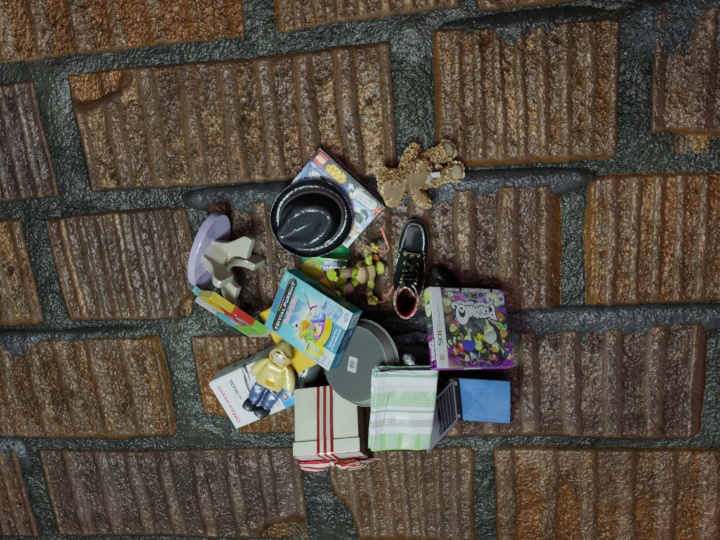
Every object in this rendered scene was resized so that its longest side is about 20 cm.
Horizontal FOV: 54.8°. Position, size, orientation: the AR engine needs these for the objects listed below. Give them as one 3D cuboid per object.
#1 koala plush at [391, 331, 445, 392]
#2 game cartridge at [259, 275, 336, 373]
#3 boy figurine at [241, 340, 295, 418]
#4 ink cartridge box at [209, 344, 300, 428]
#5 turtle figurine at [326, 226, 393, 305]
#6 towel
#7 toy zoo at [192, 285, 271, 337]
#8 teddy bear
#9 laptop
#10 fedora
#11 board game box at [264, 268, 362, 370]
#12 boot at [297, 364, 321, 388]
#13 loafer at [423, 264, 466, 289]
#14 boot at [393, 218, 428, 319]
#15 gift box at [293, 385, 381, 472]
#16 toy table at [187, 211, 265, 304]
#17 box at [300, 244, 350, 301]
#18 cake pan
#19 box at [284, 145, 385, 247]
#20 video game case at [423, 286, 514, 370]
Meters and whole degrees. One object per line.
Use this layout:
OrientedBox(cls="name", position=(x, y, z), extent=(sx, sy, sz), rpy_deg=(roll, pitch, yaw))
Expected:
OrientedBox(cls="koala plush", position=(0.119, 0.248, 1.628), extent=(0.183, 0.200, 0.178), rpy_deg=(12, 110, 6))
OrientedBox(cls="game cartridge", position=(-0.118, 0.132, 1.666), extent=(0.199, 0.032, 0.177), rpy_deg=(-28, 95, 19))
OrientedBox(cls="boy figurine", position=(-0.208, 0.259, 1.670), extent=(0.124, 0.064, 0.201), rpy_deg=(31, 111, 6))
OrientedBox(cls="ink cartridge box", position=(-0.259, 0.293, 1.766), extent=(0.199, 0.084, 0.147), rpy_deg=(-26, 102, 15))
OrientedBox(cls="turtle figurine", position=(0.000, 0.000, 1.618), extent=(0.161, 0.064, 0.201), rpy_deg=(-20, 125, -30))
OrientedBox(cls="towel", position=(0.094, 0.306, 1.527), extent=(0.148, 0.031, 0.201), rpy_deg=(1, 106, -7))
OrientedBox(cls="toy zoo", position=(-0.321, 0.100, 1.674), extent=(0.200, 0.131, 0.021), rpy_deg=(37, 69, -22))
OrientedBox(cls="teddy bear", position=(0.134, -0.216, 1.557), extent=(0.200, 0.067, 0.145), rpy_deg=(-39, 107, 12))
OrientedBox(cls="laptop", position=(0.250, 0.350, 1.644), extent=(0.116, 0.200, 0.188), rpy_deg=(31, 150, 34))
OrientedBox(cls="fedora", position=(-0.120, -0.108, 1.568), extent=(0.199, 0.092, 0.202), rpy_deg=(3, 109, 10))
OrientedBox(cls="board game box", position=(-0.111, 0.110, 1.587), extent=(0.199, 0.047, 0.152), rpy_deg=(31, 109, 24))
OrientedBox(cls="boot", position=(-0.059, 0.224, 1.727), extent=(0.199, 0.073, 0.183), rpy_deg=(-6, 108, 4))
OrientedBox(cls="loafer", position=(0.227, 0.073, 1.630), extent=(0.200, 0.073, 0.071), rpy_deg=(46, 121, -4))
OrientedBox(cls="boot", position=(0.115, -0.003, 1.571), extent=(0.073, 0.154, 0.205), rpy_deg=(8, 108, 2))
OrientedBox(cls="gift box", position=(-0.053, 0.393, 1.694), extent=(0.183, 0.200, 0.188), rpy_deg=(-9, 64, 15))
OrientedBox(cls="toy table", position=(-0.320, -0.023, 1.636), extent=(0.117, 0.184, 0.201), rpy_deg=(28, 129, 16))
OrientedBox(cls="box", position=(-0.085, 0.032, 1.675), extent=(0.117, 0.048, 0.201), rpy_deg=(5, 107, 8))
OrientedBox(cls="cake pan", position=(-0.006, 0.212, 1.583), extent=(0.199, 0.037, 0.202), rpy_deg=(0, 91, 33))
OrientedBox(cls="box", position=(-0.058, -0.169, 1.608), extent=(0.200, 0.040, 0.137), rpy_deg=(42, 110, -5))
OrientedBox(cls="video game case", position=(0.241, 0.129, 1.545), extent=(0.199, 0.036, 0.182), rpy_deg=(3, 73, -22))
